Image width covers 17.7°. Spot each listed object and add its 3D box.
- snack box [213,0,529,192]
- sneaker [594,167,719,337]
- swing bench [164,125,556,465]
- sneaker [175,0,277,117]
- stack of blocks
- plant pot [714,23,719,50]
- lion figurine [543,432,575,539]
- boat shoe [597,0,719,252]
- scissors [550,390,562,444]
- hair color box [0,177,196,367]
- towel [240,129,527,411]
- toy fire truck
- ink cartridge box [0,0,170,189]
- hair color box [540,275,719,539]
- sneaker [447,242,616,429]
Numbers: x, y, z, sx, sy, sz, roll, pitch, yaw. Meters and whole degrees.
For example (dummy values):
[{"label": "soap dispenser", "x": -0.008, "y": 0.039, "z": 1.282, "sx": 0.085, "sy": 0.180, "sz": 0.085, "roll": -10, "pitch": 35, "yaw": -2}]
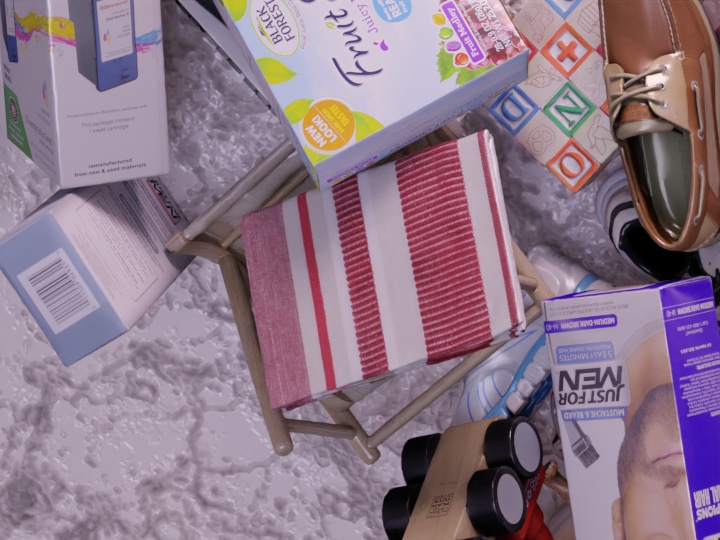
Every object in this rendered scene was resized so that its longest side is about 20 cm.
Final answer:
[{"label": "snack box", "x": -0.004, "y": -0.183, "z": 1.572, "sx": 0.168, "sy": 0.068, "sz": 0.201, "roll": -27, "pitch": 74, "yaw": -3}, {"label": "sneaker", "x": 0.248, "y": 0.010, "z": 1.628, "sx": 0.199, "sy": 0.080, "sz": 0.074, "roll": 33, "pitch": 110, "yaw": -10}, {"label": "swing bench", "x": 0.000, "y": 0.000, "z": 1.654, "sx": 0.199, "sy": 0.129, "sz": 0.201, "roll": -39, "pitch": 64, "yaw": 22}, {"label": "sneaker", "x": -0.080, "y": -0.202, "z": 1.658, "sx": 0.087, "sy": 0.076, "sz": 0.200, "roll": -41, "pitch": 99, "yaw": 6}, {"label": "stack of blocks", "x": 0.178, "y": -0.166, "z": 1.596, "sx": 0.115, "sy": 0.059, "sz": 0.200, "roll": 44, "pitch": 111, "yaw": 7}, {"label": "plant pot", "x": 0.332, "y": -0.112, "z": 1.529, "sx": 0.199, "sy": 0.200, "sz": 0.180, "roll": -31, "pitch": 83, "yaw": 20}, {"label": "lion figurine", "x": 0.160, "y": 0.201, "z": 1.730, "sx": 0.122, "sy": 0.073, "sz": 0.200, "roll": 38, "pitch": 126, "yaw": -9}, {"label": "boat shoe", "x": 0.199, "y": -0.108, "z": 1.523, "sx": 0.075, "sy": 0.074, "sz": 0.202, "roll": -14, "pitch": 97, "yaw": 33}, {"label": "scissors", "x": 0.163, "y": 0.163, "z": 1.632, "sx": 0.014, "sy": 0.073, "sz": 0.202, "roll": -7, "pitch": 69, "yaw": -12}, {"label": "hair color box", "x": -0.186, "y": -0.016, "z": 1.661, "sx": 0.060, "sy": 0.200, "sz": 0.099, "roll": -30, "pitch": 99, "yaw": 19}, {"label": "towel", "x": 0.014, "y": 0.001, "z": 1.558, "sx": 0.199, "sy": 0.023, "sz": 0.145, "roll": -19, "pitch": 71, "yaw": 26}, {"label": "toy fire truck", "x": 0.087, "y": 0.230, "z": 1.639, "sx": 0.128, "sy": 0.177, "sz": 0.201, "roll": -15, "pitch": 124, "yaw": 32}, {"label": "ink cartridge box", "x": -0.200, "y": -0.176, "z": 1.630, "sx": 0.087, "sy": 0.145, "sz": 0.202, "roll": -9, "pitch": 112, "yaw": -23}, {"label": "hair color box", "x": 0.194, "y": 0.111, "z": 1.573, "sx": 0.109, "sy": 0.065, "sz": 0.202, "roll": -8, "pitch": 92, "yaw": 46}, {"label": "sneaker", "x": 0.104, "y": 0.063, "z": 1.700, "sx": 0.087, "sy": 0.075, "sz": 0.201, "roll": 42, "pitch": 112, "yaw": 16}]
